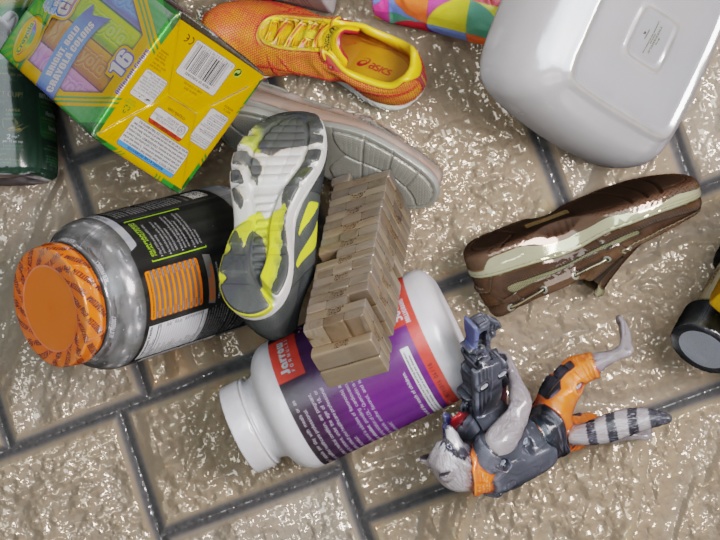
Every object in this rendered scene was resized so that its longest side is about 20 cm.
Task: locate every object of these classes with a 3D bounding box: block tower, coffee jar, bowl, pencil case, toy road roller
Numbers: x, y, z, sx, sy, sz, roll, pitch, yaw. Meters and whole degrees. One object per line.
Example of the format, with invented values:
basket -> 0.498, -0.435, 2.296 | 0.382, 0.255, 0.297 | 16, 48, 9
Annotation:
block tower -> 0.000, 0.000, 1.628 | 0.057, 0.201, 0.054 | -15, 127, 19
coffee jar -> -0.310, -0.176, 1.750 | 0.103, 0.085, 0.202 | 1, 87, 10
bowl -> 0.207, -0.189, 1.619 | 0.074, 0.199, 0.201 | 26, 89, 53
pencil case -> 0.103, -0.232, 1.695 | 0.198, 0.088, 0.089 | 17, 88, 8
toy road roller -> 0.349, 0.019, 1.586 | 0.145, 0.200, 0.123 | 34, 57, 2

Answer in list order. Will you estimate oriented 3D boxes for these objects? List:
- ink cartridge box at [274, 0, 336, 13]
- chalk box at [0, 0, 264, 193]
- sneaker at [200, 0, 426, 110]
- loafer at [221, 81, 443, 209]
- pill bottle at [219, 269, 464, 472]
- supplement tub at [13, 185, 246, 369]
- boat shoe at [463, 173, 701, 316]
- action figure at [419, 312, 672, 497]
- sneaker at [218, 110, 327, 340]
ink cartridge box -> -0.117, -0.287, 1.698 | 0.198, 0.145, 0.085 | 13, 86, 9
chalk box -> -0.201, -0.180, 1.679 | 0.200, 0.124, 0.124 | 39, 95, 40
sneaker -> -0.039, -0.194, 1.711 | 0.198, 0.077, 0.074 | 13, 72, 7
loafer -> -0.020, -0.114, 1.713 | 0.198, 0.072, 0.063 | 19, 48, 8
pill bottle -> -0.011, 0.088, 1.672 | 0.199, 0.112, 0.113 | -26, 83, 5
supplement tub -> -0.173, 0.007, 1.647 | 0.122, 0.199, 0.124 | 15, 112, 42
boat shoe -> 0.188, -0.017, 1.680 | 0.201, 0.075, 0.075 | -18, 107, 6
action figure -> 0.137, 0.112, 1.609 | 0.192, 0.201, 0.105 | -26, 52, -7
sneaker -> -0.068, -0.036, 1.633 | 0.074, 0.085, 0.201 | 5, 59, 15
